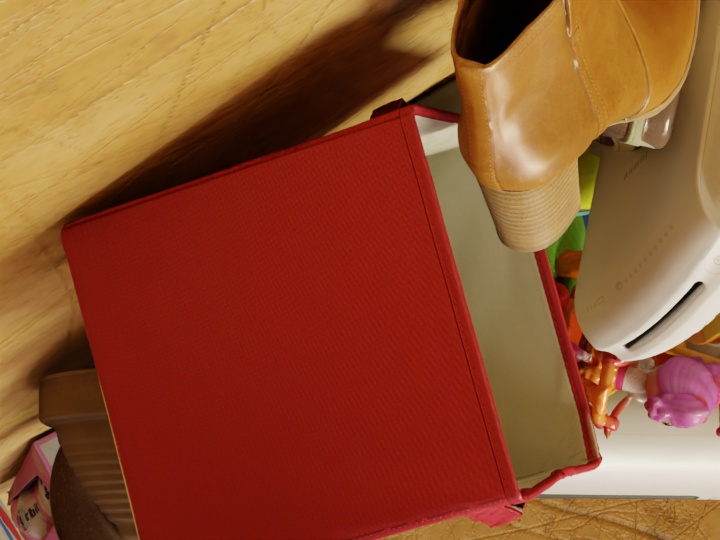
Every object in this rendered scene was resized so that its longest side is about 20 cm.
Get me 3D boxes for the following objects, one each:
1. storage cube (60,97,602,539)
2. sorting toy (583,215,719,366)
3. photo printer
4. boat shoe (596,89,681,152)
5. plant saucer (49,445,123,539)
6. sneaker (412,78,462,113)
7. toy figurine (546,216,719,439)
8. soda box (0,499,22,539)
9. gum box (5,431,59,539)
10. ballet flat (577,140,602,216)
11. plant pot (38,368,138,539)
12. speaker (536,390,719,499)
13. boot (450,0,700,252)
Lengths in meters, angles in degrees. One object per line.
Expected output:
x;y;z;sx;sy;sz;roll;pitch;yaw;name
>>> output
-0.009;0.035;1.054;0.179;0.202;0.171;-18;176;18;storage cube
0.203;0.007;1.605;0.036;0.201;0.185;-29;171;-31;sorting toy
0.188;-0.054;1.293;0.166;0.069;0.201;129;-21;-56;photo printer
0.127;-0.106;1.225;0.074;0.075;0.202;11;-178;0;boat shoe
-0.092;0.132;1.397;0.199;0.200;0.035;-25;150;-29;plant saucer
0.020;-0.015;1.189;0.198;0.115;0.076;-29;169;3;sneaker
0.171;0.053;1.385;0.200;0.183;0.151;-31;131;-53;toy figurine
-0.210;0.199;1.305;0.063;0.201;0.068;-31;171;-4;soda box
-0.141;0.122;1.535;0.199;0.066;0.114;-26;169;-25;gum box
0.157;-0.084;1.447;0.067;0.067;0.200;-57;164;21;ballet flat
-0.087;0.110;1.298;0.199;0.094;0.201;2;172;0;plant pot
0.175;0.116;1.542;0.198;0.082;0.081;3;157;-22;speaker
0.099;-0.120;1.000;0.202;0.070;0.144;-61;155;-30;boot
